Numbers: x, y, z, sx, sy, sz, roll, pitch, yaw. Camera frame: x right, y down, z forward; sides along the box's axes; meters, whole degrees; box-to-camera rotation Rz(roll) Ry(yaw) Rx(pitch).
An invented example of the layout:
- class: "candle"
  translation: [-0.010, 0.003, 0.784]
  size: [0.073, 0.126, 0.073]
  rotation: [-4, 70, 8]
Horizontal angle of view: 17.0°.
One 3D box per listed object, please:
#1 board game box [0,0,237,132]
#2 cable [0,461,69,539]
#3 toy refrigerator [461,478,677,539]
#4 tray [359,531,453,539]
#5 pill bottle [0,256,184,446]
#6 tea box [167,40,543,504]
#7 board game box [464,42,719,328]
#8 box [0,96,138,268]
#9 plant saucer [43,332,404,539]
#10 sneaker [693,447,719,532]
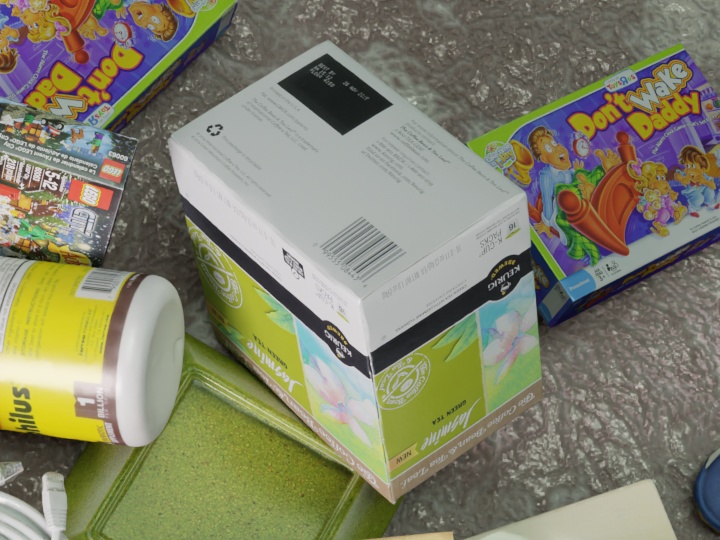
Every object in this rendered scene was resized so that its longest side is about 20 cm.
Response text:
- class: "board game box"
  translation: [-0.201, -0.157, 1.641]
  size: [0.134, 0.045, 0.200]
  rotation: [41, 67, 4]
- class: "cable"
  translation: [-0.254, 0.231, 1.467]
  size: [0.200, 0.069, 0.200]
  rotation: [-15, 72, -1]
- class: "toy refrigerator"
  translation: [0.104, 0.204, 1.566]
  size: [0.200, 0.076, 0.070]
  rotation: [-17, 74, -18]
- class: "tray"
  translation: [-0.037, 0.222, 1.480]
  size: [0.200, 0.037, 0.099]
  rotation: [-5, 69, -3]
- class: "pill bottle"
  translation: [-0.219, 0.047, 1.520]
  size: [0.200, 0.109, 0.109]
  rotation: [7, 68, 11]
- class: "tea box"
  translation: [0.000, 0.000, 1.518]
  size: [0.134, 0.197, 0.200]
  rotation: [-33, 50, -20]
- class: "board game box"
  translation: [0.179, -0.062, 1.679]
  size: [0.200, 0.045, 0.135]
  rotation: [-26, 74, -28]
- class: "box"
  translation: [-0.222, -0.042, 1.518]
  size: [0.136, 0.200, 0.038]
  rotation: [18, 62, -5]
- class: "plant saucer"
  translation: [-0.088, 0.155, 1.558]
  size: [0.200, 0.048, 0.200]
  rotation: [30, 67, 0]
- class: "sneaker"
  translation: [0.323, 0.124, 1.637]
  size: [0.200, 0.088, 0.075]
  rotation: [-17, 76, -16]
